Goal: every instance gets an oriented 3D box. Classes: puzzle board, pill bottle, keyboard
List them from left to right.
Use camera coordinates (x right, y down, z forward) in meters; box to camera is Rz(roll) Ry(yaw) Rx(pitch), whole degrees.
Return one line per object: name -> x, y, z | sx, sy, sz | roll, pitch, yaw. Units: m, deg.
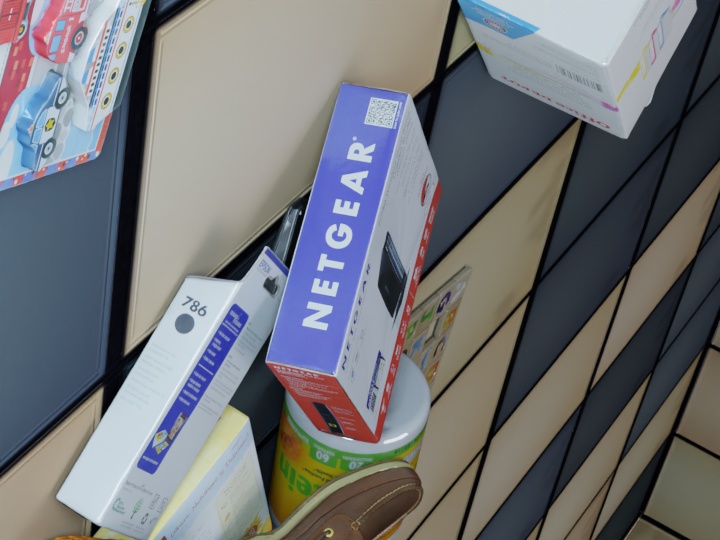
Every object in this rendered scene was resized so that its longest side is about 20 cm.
puzzle board -> -0.134, -0.126, 0.832 | 0.151, 0.017, 0.200 | -28, 143, -60
keyboard -> -0.034, 0.018, 1.306 | 0.200, 0.021, 0.127 | 18, 88, -71
pill bottle -> -0.014, 0.158, 1.431 | 0.111, 0.111, 0.200 | -45, 156, -42

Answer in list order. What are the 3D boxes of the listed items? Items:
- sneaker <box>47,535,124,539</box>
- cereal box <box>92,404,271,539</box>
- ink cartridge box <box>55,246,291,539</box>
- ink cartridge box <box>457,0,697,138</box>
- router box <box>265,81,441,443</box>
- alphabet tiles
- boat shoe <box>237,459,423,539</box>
sneaker -> -0.126, 0.222, 1.148 | 0.200, 0.076, 0.092 | 17, 83, -40
cereal box -> -0.124, 0.191, 1.289 | 0.144, 0.039, 0.200 | -51, 159, -24
ink cartridge box -> -0.112, 0.073, 1.153 | 0.200, 0.039, 0.099 | -58, 162, -8
ink cartridge box -> 0.170, -0.199, 1.385 | 0.125, 0.128, 0.200 | -60, 163, -5
router box -> 0.000, 0.000, 1.247 | 0.180, 0.049, 0.200 | 62, 40, -69
alphabet tiles -> 0.038, 0.108, 1.675 | 0.167, 0.008, 0.200 | -38, 150, -52
boat shoe -> -0.030, 0.208, 1.312 | 0.200, 0.068, 0.072 | -29, 146, -27
